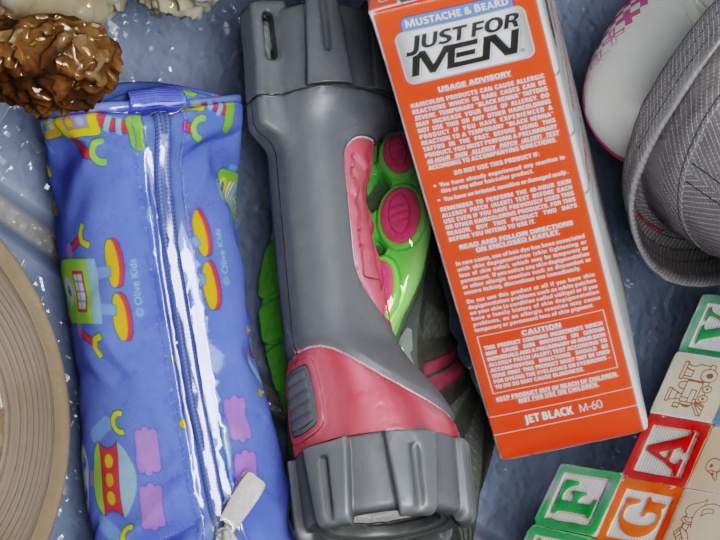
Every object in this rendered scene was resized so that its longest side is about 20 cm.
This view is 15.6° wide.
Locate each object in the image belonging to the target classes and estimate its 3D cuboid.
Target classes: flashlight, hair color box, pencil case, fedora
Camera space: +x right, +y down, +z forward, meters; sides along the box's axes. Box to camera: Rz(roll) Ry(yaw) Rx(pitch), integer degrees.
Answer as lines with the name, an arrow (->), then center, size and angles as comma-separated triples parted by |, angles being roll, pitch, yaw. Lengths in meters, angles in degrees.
flashlight -> 0.000, 0.000, 0.964 | 0.068, 0.068, 0.201 | -8, 70, 10
hair color box -> 0.055, -0.043, 0.985 | 0.064, 0.111, 0.201 | -12, 122, 7
pencil case -> -0.069, 0.029, 0.969 | 0.078, 0.087, 0.201 | -8, 89, -22
fedora -> 0.195, -0.050, 0.983 | 0.199, 0.090, 0.178 | -15, 137, -37

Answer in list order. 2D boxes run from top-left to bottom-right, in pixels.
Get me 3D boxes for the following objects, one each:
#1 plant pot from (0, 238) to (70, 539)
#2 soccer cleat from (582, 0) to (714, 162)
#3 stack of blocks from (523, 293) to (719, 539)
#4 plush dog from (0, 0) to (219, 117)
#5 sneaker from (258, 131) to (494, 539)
plant pot -> -0.182, 0.054, 0.901 | 0.200, 0.093, 0.202 | 2, 85, -30
soccer cleat -> 0.162, -0.117, 1.030 | 0.070, 0.086, 0.200 | 44, 59, 12
stack of blocks -> 0.127, 0.109, 0.994 | 0.059, 0.115, 0.201 | 51, 57, -43
plush dog -> -0.096, -0.144, 0.959 | 0.171, 0.161, 0.201 | -23, 68, -14
sneaker -> 0.009, 0.045, 1.030 | 0.084, 0.076, 0.201 | 24, 63, -62
